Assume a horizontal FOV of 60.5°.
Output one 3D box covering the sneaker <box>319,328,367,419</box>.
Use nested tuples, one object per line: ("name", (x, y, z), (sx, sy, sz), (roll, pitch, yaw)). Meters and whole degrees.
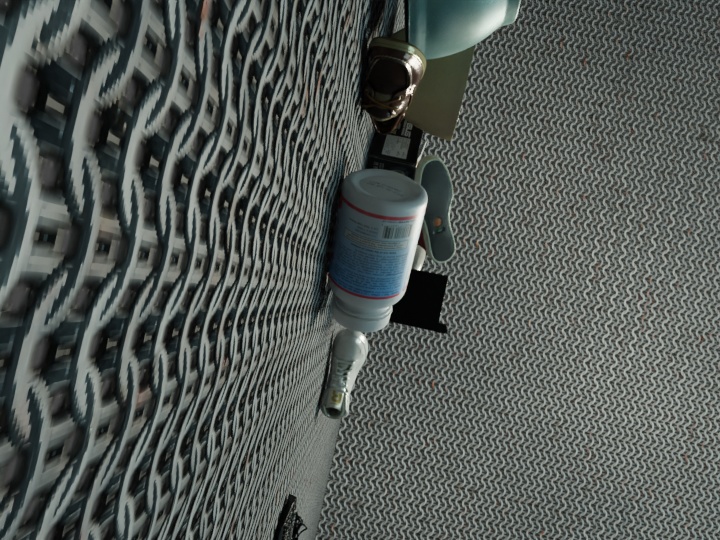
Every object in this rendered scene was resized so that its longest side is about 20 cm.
("sneaker", (-0.033, 0.214, 1.216), (0.116, 0.074, 0.200), (-79, 180, -45))

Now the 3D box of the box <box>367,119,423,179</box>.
("box", (0.066, -0.213, 1.195), (0.164, 0.086, 0.200), (100, 4, -49))

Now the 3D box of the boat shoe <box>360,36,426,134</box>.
("boat shoe", (0.035, -0.220, 0.766), (0.200, 0.072, 0.072), (121, -18, -85))

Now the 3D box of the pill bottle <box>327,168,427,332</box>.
("pill bottle", (0.015, -0.022, 0.808), (0.109, 0.109, 0.200), (-73, 175, -58))

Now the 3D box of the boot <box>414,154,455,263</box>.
("boot", (0.115, -0.128, 1.162), (0.144, 0.072, 0.200), (-132, -150, -60))

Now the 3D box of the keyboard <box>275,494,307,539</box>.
("keyboard", (-0.112, 0.440, 0.990), (0.104, 0.040, 0.200), (-72, 174, -57))

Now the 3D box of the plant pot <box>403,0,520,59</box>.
("plant pot", (0.120, -0.356, 0.740), (0.200, 0.134, 0.201), (-1, 90, -88))

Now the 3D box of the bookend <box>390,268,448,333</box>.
("bookend", (0.073, -0.004, 1.109), (0.092, 0.198, 0.200), (66, 35, -85))

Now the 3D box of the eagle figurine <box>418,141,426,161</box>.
("eagle figurine", (0.120, -0.227, 1.601), (0.152, 0.200, 0.151), (-41, -157, -26))

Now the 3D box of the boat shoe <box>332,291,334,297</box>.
("boat shoe", (0.000, 0.000, 0.969), (0.072, 0.076, 0.200), (102, 4, -50))

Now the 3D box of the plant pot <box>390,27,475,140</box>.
("plant pot", (0.106, -0.326, 1.014), (0.200, 0.134, 0.201), (12, 90, -88))

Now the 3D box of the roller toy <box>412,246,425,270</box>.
("roller toy", (0.058, 0.006, 1.445), (0.200, 0.140, 0.183), (98, 16, -82))
